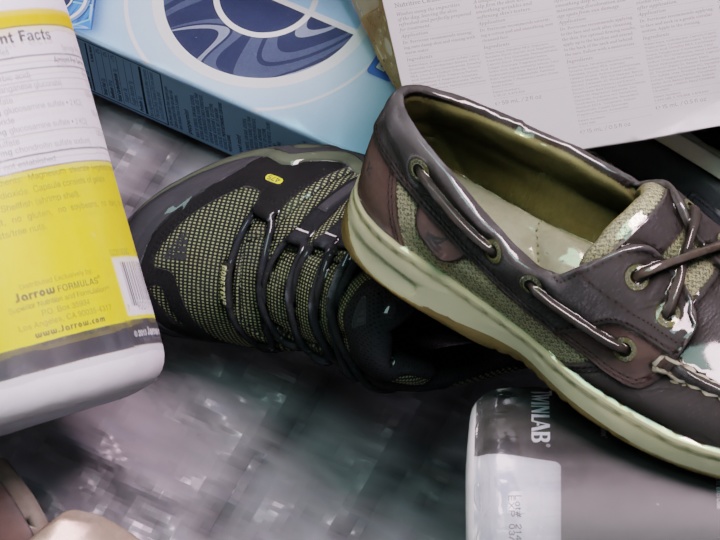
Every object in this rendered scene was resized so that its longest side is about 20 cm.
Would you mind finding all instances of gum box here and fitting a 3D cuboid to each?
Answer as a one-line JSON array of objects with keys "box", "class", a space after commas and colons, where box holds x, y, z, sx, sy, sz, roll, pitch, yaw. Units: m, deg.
[{"box": [-0.021, -0.122, 1.119, 0.199, 0.045, 0.170, 24, 62, 16], "class": "gum box"}]

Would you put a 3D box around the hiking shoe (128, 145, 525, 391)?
[{"box": [0.000, 0.000, 0.988, 0.199, 0.076, 0.101, 0, 13, 13], "class": "hiking shoe"}]

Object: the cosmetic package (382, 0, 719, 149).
[{"box": [0.111, -0.094, 0.962, 0.199, 0.083, 0.051, -8, 26, 10], "class": "cosmetic package"}]

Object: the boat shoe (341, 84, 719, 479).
[{"box": [0.084, 0.003, 0.890, 0.200, 0.066, 0.072, 27, 49, 19], "class": "boat shoe"}]

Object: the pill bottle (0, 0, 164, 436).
[{"box": [-0.146, -0.042, 0.973, 0.112, 0.112, 0.201, -16, 86, -7], "class": "pill bottle"}]

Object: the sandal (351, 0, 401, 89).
[{"box": [-0.030, -0.138, 1.058, 0.069, 0.078, 0.212, -20, 64, -17], "class": "sandal"}]

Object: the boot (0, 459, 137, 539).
[{"box": [-0.114, 0.154, 0.937, 0.200, 0.070, 0.146, 40, 63, 19], "class": "boot"}]

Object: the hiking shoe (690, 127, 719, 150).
[{"box": [0.119, -0.114, 1.056, 0.200, 0.076, 0.101, 25, 36, -25], "class": "hiking shoe"}]

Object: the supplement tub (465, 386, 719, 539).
[{"box": [0.135, 0.100, 0.930, 0.199, 0.123, 0.123, 1, 59, 3], "class": "supplement tub"}]

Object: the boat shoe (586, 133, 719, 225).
[{"box": [0.144, 0.003, 1.023, 0.199, 0.074, 0.066, 33, 95, 17], "class": "boat shoe"}]
